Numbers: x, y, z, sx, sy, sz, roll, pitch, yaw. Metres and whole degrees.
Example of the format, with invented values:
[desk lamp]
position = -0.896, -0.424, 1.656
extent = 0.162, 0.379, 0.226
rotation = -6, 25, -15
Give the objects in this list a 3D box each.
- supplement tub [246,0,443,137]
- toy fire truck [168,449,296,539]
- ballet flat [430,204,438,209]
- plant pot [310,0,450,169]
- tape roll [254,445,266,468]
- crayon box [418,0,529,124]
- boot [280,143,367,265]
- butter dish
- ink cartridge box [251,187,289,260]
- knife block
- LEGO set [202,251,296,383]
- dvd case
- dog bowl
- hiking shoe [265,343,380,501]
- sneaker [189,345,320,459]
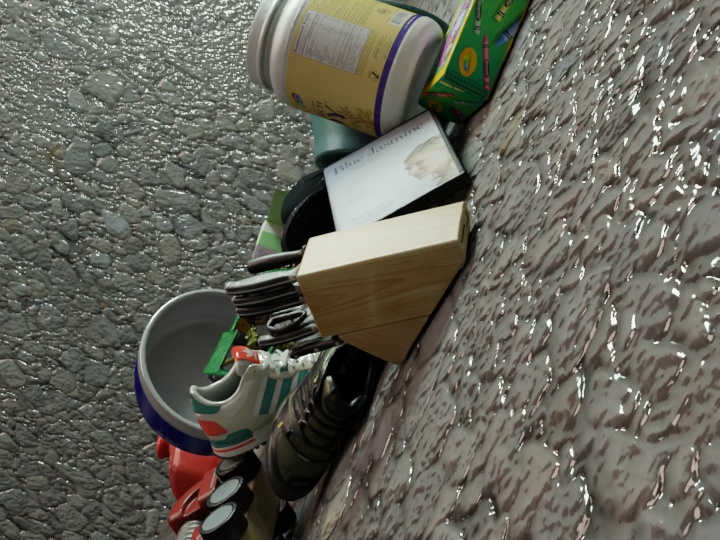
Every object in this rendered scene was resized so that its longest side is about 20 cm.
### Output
[supplement tub]
position = -0.017, -0.244, 1.335
extent = 0.148, 0.197, 0.145
rotation = -69, -16, 0
[toy fire truck]
position = -0.168, 0.307, 1.195
extent = 0.198, 0.130, 0.176
rotation = -29, 17, 11
[ballet flat]
position = 0.062, -0.095, 1.247
extent = 0.071, 0.069, 0.201
rotation = -41, 16, 22
[plant pot]
position = 0.017, -0.216, 1.488
extent = 0.200, 0.197, 0.191
rotation = 138, 143, -73
[tape roll]
position = -0.092, 0.175, 1.564
extent = 0.203, 0.037, 0.205
rotation = -155, 89, -82
[crayon box]
position = 0.136, -0.273, 1.269
extent = 0.119, 0.058, 0.203
rotation = 150, 143, -79
[boot]
position = -0.050, -0.064, 1.373
extent = 0.201, 0.077, 0.168
rotation = -50, 14, -28
[butter dish]
position = -0.222, 0.263, 1.657
extent = 0.201, 0.145, 0.201
rotation = 89, -163, -52
[ink cartridge box]
position = -0.069, -0.029, 1.572
extent = 0.200, 0.143, 0.049
rotation = 120, 170, -68
[knife block]
position = -0.017, -0.001, 1.027
extent = 0.064, 0.173, 0.201
rotation = -76, 13, -54
[LEGO set]
position = -0.082, 0.091, 1.365
extent = 0.152, 0.116, 0.202
rotation = -11, 49, 44
[dvd case]
position = 0.032, -0.098, 1.192
extent = 0.141, 0.018, 0.201
rotation = -29, 25, 8
[dog bowl]
position = -0.188, 0.130, 1.479
extent = 0.079, 0.198, 0.202
rotation = 122, 171, -55
[hiking shoe]
position = -0.038, 0.135, 1.135
extent = 0.101, 0.075, 0.202
rotation = -169, 104, -86
[sneaker]
position = -0.087, 0.112, 1.206
extent = 0.198, 0.094, 0.070
rotation = -30, 23, 0
